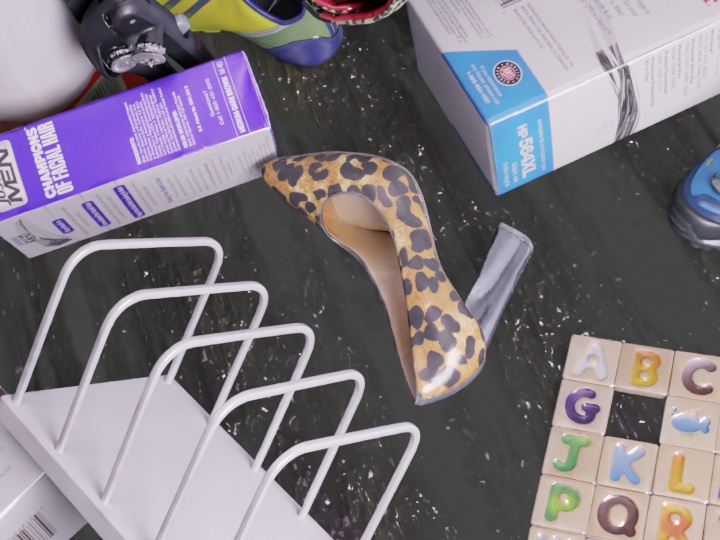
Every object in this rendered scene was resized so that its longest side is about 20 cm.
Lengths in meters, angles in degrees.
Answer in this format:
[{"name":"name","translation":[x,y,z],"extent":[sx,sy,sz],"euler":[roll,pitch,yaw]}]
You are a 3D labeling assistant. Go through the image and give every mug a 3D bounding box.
[{"name":"mug","translation":[-0.250,-0.198,0.967],"extent":[0.148,0.154,0.188],"euler":[-6,53,15]}]

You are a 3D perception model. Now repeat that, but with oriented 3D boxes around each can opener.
[{"name":"can opener","translation":[-0.136,-0.152,0.966],"extent":[0.063,0.200,0.079],"euler":[-20,70,15]}]

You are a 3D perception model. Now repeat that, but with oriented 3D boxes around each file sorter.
[{"name":"file sorter","translation":[-0.084,0.086,0.800],"extent":[0.200,0.138,0.125],"euler":[40,116,30]}]

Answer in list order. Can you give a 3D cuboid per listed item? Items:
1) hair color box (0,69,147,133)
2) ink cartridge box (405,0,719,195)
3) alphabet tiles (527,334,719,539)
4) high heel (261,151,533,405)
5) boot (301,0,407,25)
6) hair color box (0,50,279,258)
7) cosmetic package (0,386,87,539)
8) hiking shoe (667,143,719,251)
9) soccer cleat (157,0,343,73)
[{"name":"hair color box","translation":[-0.274,-0.164,1.083],"extent":[0.199,0.061,0.102],"euler":[25,65,24]},{"name":"ink cartridge box","translation":[0.151,-0.164,0.984],"extent":[0.198,0.085,0.147],"euler":[-23,53,-6]},{"name":"alphabet tiles","translation":[0.208,0.124,0.826],"extent":[0.198,0.008,0.168],"euler":[8,58,16]},{"name":"high heel","translation":[0.000,0.000,0.908],"extent":[0.198,0.072,0.143],"euler":[22,56,14]},{"name":"boot","translation":[-0.004,-0.225,0.969],"extent":[0.202,0.074,0.153],"euler":[7,32,39]},{"name":"hair color box","translation":[-0.159,-0.078,0.965],"extent":[0.198,0.109,0.065],"euler":[-21,80,-3]},{"name":"cosmetic package","translation":[-0.270,0.110,0.883],"extent":[0.113,0.081,0.200],"euler":[-43,60,-16]},{"name":"hiking shoe","translation":[0.282,-0.090,0.907],"extent":[0.199,0.087,0.075],"euler":[-31,56,-11]},{"name":"soccer cleat","translation":[-0.100,-0.215,1.070],"extent":[0.199,0.084,0.065],"euler":[22,63,24]}]
